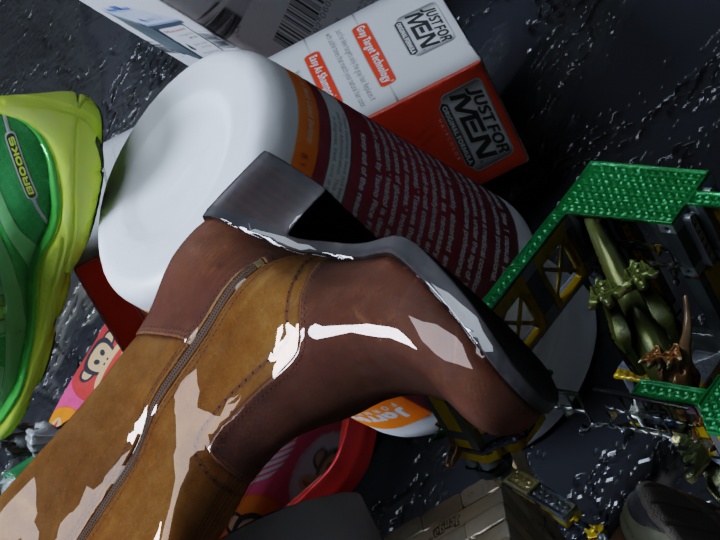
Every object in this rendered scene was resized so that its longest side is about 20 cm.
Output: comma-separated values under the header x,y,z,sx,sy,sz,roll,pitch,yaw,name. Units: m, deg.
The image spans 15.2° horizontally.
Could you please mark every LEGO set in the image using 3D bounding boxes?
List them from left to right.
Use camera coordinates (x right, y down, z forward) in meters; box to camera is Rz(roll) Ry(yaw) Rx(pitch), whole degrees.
x,y,z,sx,sy,sz,roll,pitch,yaw,name
0.130,0.047,0.976,0.200,0.116,0.154,-1,43,39,LEGO set

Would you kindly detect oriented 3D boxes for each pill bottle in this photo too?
x,y,z,sx,sy,sz,roll,pitch,yaw,name
0.000,0.000,1.117,0.113,0.200,0.113,-33,42,36,pill bottle

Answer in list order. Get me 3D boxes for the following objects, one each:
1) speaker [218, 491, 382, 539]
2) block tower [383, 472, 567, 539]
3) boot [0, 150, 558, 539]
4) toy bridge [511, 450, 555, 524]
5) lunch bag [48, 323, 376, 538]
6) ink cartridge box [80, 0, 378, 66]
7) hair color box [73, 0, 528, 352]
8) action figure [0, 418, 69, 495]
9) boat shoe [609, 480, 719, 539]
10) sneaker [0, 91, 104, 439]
x,y,z,sx,sy,sz,roll,pitch,yaw,name
0.005,0.185,1.002,0.081,0.081,0.200,-38,69,31,speaker
0.049,0.153,0.944,0.058,0.054,0.200,-32,29,14,block tower
-0.044,0.070,0.943,0.188,0.068,0.200,34,84,40,boot
0.048,0.126,1.067,0.027,0.067,0.201,172,100,-64,toy bridge
-0.058,0.068,1.262,0.176,0.082,0.200,28,87,53,lunch bag
-0.062,-0.179,1.336,0.086,0.200,0.147,6,70,55,ink cartridge box
-0.035,-0.047,1.217,0.200,0.061,0.102,-27,31,3,hair color box
-0.131,0.088,1.178,0.200,0.055,0.118,-35,5,-15,action figure
0.128,0.155,0.951,0.072,0.076,0.200,-56,23,17,boat shoe
-0.164,-0.003,1.144,0.074,0.083,0.200,-90,17,-50,sneaker
